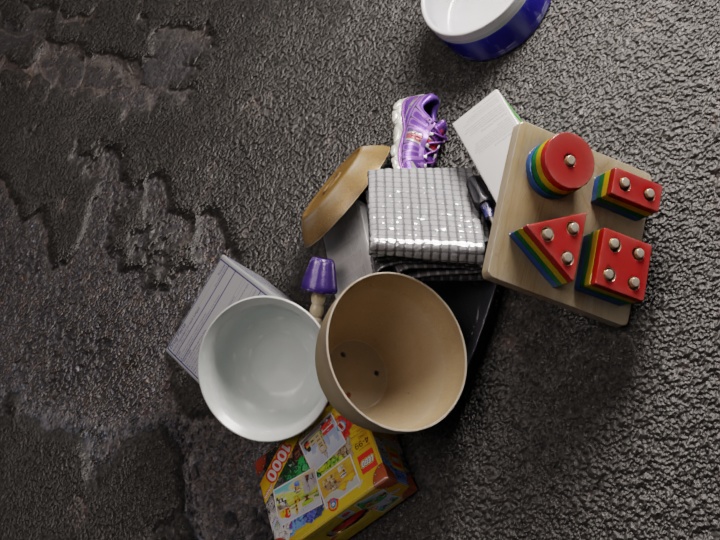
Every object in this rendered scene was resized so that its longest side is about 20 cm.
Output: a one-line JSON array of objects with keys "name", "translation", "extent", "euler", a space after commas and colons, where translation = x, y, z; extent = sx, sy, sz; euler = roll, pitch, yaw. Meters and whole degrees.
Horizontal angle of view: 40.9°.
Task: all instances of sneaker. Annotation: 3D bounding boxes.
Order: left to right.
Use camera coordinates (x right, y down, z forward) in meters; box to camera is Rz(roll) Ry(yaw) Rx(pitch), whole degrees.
[{"name": "sneaker", "translation": [0.094, -0.189, 1.458], "extent": [0.082, 0.080, 0.203], "euler": [-17, 58, 26]}]

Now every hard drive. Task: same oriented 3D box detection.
[{"name": "hard drive", "translation": [0.117, 0.083, 1.325], "extent": [0.134, 0.042, 0.203], "euler": [14, 78, 43]}]

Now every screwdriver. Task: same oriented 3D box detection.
[{"name": "screwdriver", "translation": [0.171, -0.055, 1.241], "extent": [0.202, 0.027, 0.029], "euler": [-104, 19, -44]}]

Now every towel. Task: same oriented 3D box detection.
[{"name": "towel", "translation": [0.088, -0.058, 1.318], "extent": [0.162, 0.087, 0.202], "euler": [1, 39, -3]}]

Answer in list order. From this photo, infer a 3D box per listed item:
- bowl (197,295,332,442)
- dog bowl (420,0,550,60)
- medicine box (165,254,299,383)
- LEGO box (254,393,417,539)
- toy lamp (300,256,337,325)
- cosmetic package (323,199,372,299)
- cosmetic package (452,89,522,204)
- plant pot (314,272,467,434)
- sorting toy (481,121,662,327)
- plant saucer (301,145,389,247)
[{"name": "bowl", "translation": [-0.123, 0.135, 1.370], "extent": [0.197, 0.090, 0.205], "euler": [0, 92, 12]}, {"name": "dog bowl", "translation": [0.194, -0.431, 1.490], "extent": [0.198, 0.078, 0.203], "euler": [-18, 59, 33]}, {"name": "medicine box", "translation": [-0.184, 0.107, 1.525], "extent": [0.199, 0.102, 0.184], "euler": [33, 91, 45]}, {"name": "LEGO box", "translation": [-0.038, 0.283, 1.332], "extent": [0.199, 0.077, 0.150], "euler": [-39, 49, 19]}, {"name": "toy lamp", "translation": [-0.069, 0.082, 1.431], "extent": [0.058, 0.058, 0.204], "euler": [12, 95, 42]}, {"name": "cosmetic package", "translation": [0.000, 0.000, 1.459], "extent": [0.082, 0.050, 0.203], "euler": [-34, 51, 29]}, {"name": "cosmetic package", "translation": [0.213, -0.133, 1.307], "extent": [0.084, 0.107, 0.202], "euler": [-36, 52, 15]}, {"name": "plant pot", "translation": [0.019, 0.120, 1.249], "extent": [0.134, 0.197, 0.204], "euler": [-36, 44, 57]}, {"name": "sorting toy", "translation": [0.265, -0.061, 1.160], "extent": [0.069, 0.196, 0.203], "euler": [152, 135, -68]}, {"name": "plant saucer", "translation": [-0.032, -0.124, 1.481], "extent": [0.201, 0.035, 0.200], "euler": [-48, 10, 11]}]
